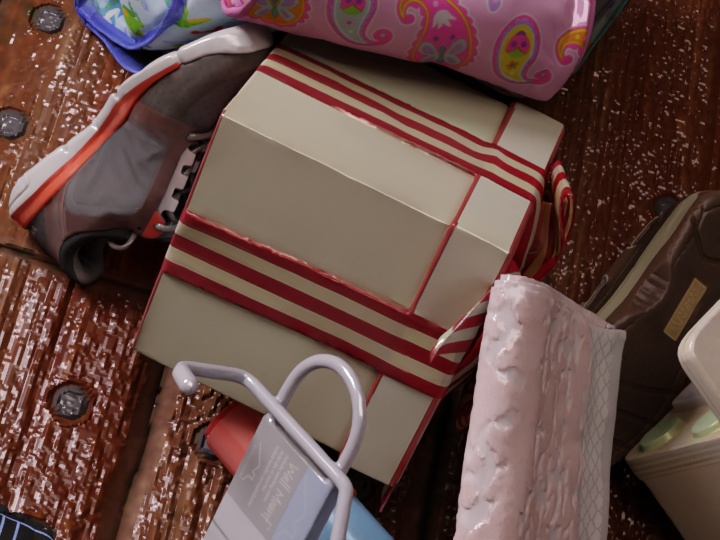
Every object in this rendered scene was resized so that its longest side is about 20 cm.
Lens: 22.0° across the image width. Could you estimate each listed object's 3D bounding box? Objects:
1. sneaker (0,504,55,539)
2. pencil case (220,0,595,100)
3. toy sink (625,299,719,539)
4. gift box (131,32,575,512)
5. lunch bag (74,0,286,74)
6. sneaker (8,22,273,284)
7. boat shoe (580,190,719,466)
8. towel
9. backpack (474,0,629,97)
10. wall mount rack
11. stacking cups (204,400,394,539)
[{"bbox_3d":[-0.200,0.144,0.943,0.078,0.070,0.200,-36,82,-33],"label":"sneaker"},{"bbox_3d":[0.025,-0.153,0.991,0.199,0.087,0.088,13,57,-21],"label":"pencil case"},{"bbox_3d":[0.240,0.097,1.043,0.130,0.112,0.200,-40,97,-31],"label":"toy sink"},{"bbox_3d":[0.000,0.000,0.999,0.186,0.185,0.200,25,36,1],"label":"gift box"},{"bbox_3d":[-0.071,-0.189,1.104,0.169,0.200,0.128,-13,92,-21],"label":"lunch bag"},{"bbox_3d":[-0.108,-0.061,1.033,0.082,0.200,0.077,56,32,5],"label":"sneaker"},{"bbox_3d":[0.159,0.041,1.109,0.075,0.075,0.202,45,75,-17],"label":"boat shoe"},{"bbox_3d":[0.092,0.113,0.946,0.032,0.191,0.201,5,84,23],"label":"towel"},{"bbox_3d":[0.084,-0.221,1.170,0.200,0.176,0.154,33,55,-3],"label":"backpack"},{"bbox_3d":[-0.056,0.141,0.895,0.074,0.201,0.174,11,23,-41],"label":"wall mount rack"},{"bbox_3d":[-0.008,0.152,1.004,0.060,0.061,0.200,-31,68,-29],"label":"stacking cups"}]
